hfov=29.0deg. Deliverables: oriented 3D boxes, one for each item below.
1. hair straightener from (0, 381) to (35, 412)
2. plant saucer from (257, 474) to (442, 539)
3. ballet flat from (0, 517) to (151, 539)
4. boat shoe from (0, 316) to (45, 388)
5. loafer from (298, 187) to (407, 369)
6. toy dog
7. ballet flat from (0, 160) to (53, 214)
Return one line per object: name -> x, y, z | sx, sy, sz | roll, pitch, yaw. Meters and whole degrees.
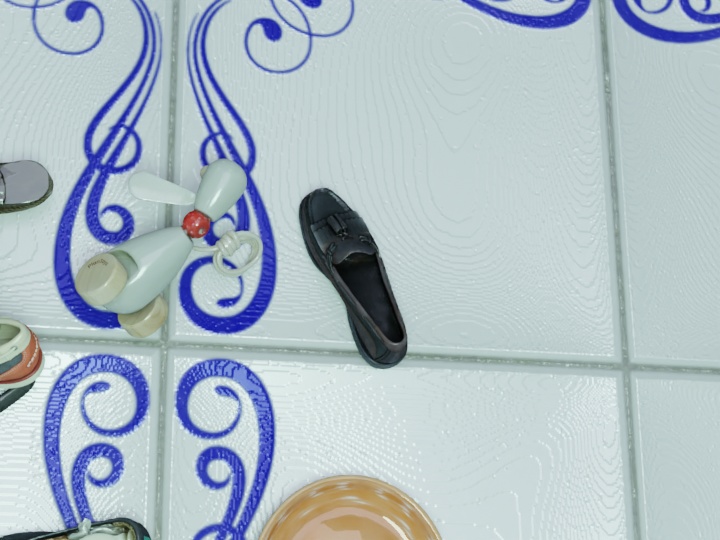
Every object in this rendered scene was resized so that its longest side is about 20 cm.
hair straightener -> -0.376, 0.164, 1.286 | 0.077, 0.041, 0.200 | 45, 63, 2
plant saucer -> -0.011, 0.300, 1.337 | 0.197, 0.037, 0.203 | 4, 72, -13
ballet flat -> -0.286, 0.265, 1.264 | 0.197, 0.073, 0.074 | -12, 76, -16
boat shoe -> -0.392, 0.077, 1.278 | 0.197, 0.063, 0.072 | -4, 60, 4
loafer -> 0.000, 0.000, 1.419 | 0.071, 0.063, 0.202 | -21, 79, -19
toy dog -> -0.202, -0.030, 1.367 | 0.199, 0.133, 0.096 | -34, 45, -25
ballet flat -> -0.400, -0.078, 1.362 | 0.197, 0.046, 0.068 | -6, 83, -10
